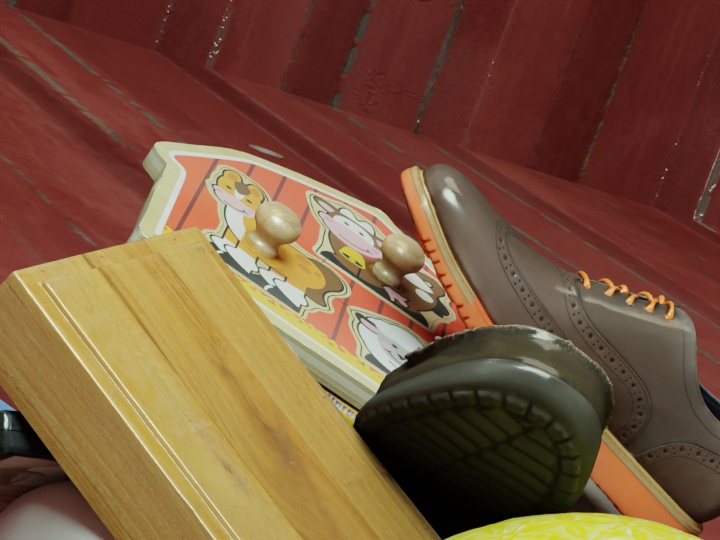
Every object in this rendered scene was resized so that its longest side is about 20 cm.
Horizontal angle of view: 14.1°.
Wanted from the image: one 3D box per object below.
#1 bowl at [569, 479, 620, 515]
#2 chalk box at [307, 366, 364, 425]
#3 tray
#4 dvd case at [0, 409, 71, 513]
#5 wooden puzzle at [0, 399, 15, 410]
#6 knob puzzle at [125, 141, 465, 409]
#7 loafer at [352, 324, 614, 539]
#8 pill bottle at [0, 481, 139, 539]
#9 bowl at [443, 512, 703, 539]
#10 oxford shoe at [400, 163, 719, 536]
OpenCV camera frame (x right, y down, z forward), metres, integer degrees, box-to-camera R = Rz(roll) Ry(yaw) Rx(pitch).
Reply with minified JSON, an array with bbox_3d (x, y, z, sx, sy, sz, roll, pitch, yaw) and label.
[{"bbox_3d":[0.075,0.087,1.395,0.200,0.075,0.200,25,-20,31],"label":"bowl"},{"bbox_3d":[-0.016,0.079,1.213,0.124,0.125,0.200,36,19,1],"label":"chalk box"},{"bbox_3d":[-0.032,0.077,0.944,0.200,0.037,0.099,52,33,15],"label":"tray"},{"bbox_3d":[-0.128,0.088,1.045,0.143,0.018,0.200,9,-22,-41],"label":"dvd case"},{"bbox_3d":[-0.128,0.094,1.282,0.200,0.046,0.185,26,11,33],"label":"wooden puzzle"},{"bbox_3d":[0.000,0.000,1.194,0.220,0.030,0.220,32,18,-12],"label":"knob puzzle"},{"bbox_3d":[0.037,0.047,1.011,0.073,0.071,0.200,35,-21,-8],"label":"loafer"},{"bbox_3d":[-0.036,0.140,1.005,0.200,0.113,0.112,13,12,-38],"label":"pill bottle"},{"bbox_3d":[0.106,0.156,0.895,0.108,0.200,0.200,-29,-25,36],"label":"bowl"},{"bbox_3d":[0.093,0.023,1.183,0.200,0.073,0.071,48,12,-19],"label":"oxford shoe"}]
